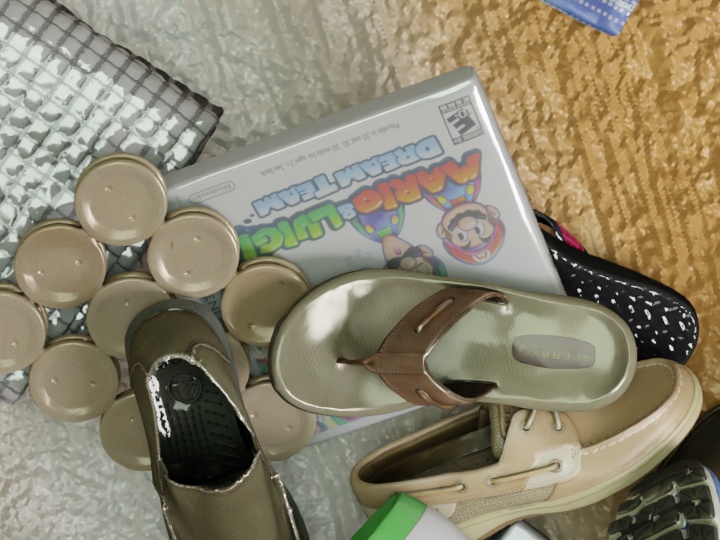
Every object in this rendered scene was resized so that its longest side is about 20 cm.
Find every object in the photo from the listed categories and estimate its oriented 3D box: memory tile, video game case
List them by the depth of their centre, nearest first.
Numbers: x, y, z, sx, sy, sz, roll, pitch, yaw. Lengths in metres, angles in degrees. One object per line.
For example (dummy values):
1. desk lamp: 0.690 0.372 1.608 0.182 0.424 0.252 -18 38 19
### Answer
1. memory tile: -0.104 0.037 1.568 0.200 0.017 0.153 37 108 -19
2. video game case: 0.000 0.000 1.577 0.199 0.024 0.182 -20 118 8

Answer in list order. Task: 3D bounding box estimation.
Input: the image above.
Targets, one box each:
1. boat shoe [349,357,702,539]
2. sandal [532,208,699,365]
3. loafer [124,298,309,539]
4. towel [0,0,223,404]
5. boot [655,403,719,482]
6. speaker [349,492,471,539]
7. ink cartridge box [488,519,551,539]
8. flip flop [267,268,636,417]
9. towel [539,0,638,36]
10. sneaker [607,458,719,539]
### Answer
1. boat shoe: 0.092 0.095 1.596 0.200 0.071 0.065 -26 127 4
2. sandal: 0.096 0.002 1.622 0.200 0.045 0.075 26 113 -14
3. loafer: -0.080 0.117 1.542 0.075 0.070 0.200 -21 103 5
4. towel: -0.194 -0.048 1.603 0.165 0.086 0.200 33 96 -8
5. boot: 0.228 0.102 1.594 0.200 0.097 0.075 -41 91 1
6. speaker: 0.071 0.213 1.560 0.200 0.088 0.088 42 91 -2
7. ink cartridge box: 0.090 0.264 1.624 0.162 0.057 0.200 37 87 0
8. flip flop: 0.051 0.044 1.542 0.199 0.058 0.081 5 93 -5
9. towel: 0.131 -0.250 1.625 0.145 0.024 0.200 29 91 1
10. sneaker: 0.188 0.200 1.558 0.078 0.089 0.201 -20 67 33
